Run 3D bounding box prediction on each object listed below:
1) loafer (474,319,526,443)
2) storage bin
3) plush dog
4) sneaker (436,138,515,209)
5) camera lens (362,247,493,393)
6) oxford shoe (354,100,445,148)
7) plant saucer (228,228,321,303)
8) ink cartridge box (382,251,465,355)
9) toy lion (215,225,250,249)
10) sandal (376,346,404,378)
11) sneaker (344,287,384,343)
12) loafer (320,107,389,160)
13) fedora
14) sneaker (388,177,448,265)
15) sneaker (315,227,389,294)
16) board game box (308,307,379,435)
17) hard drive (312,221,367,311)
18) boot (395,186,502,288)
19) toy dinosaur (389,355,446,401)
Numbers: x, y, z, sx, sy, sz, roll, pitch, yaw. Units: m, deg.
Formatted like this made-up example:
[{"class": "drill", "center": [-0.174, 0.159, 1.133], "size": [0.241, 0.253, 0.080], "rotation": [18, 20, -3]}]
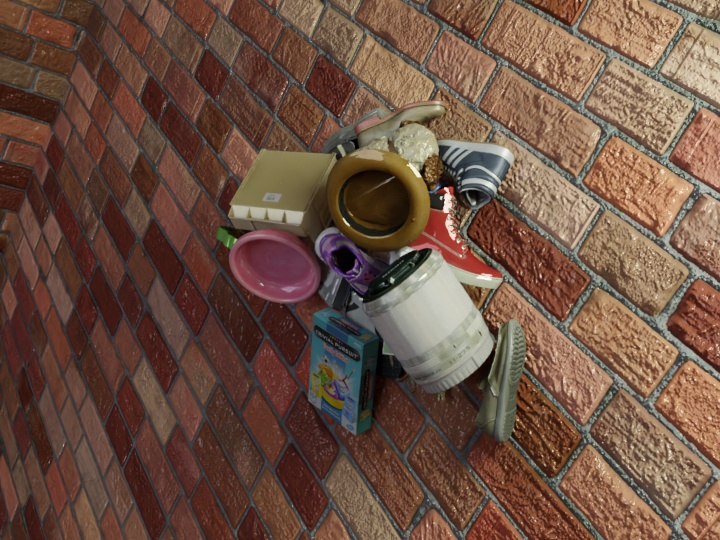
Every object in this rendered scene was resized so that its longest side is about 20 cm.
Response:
[{"class": "loafer", "center": [0.227, 0.181, 1.334], "size": [0.068, 0.075, 0.206], "rotation": [9, 88, 32]}, {"class": "storage bin", "center": [-0.154, -0.156, 1.710], "size": [0.195, 0.095, 0.201], "rotation": [8, 55, 26]}, {"class": "plush dog", "center": [0.065, -0.203, 1.474], "size": [0.169, 0.160, 0.203], "rotation": [-29, 56, 13]}, {"class": "sneaker", "center": [0.179, -0.176, 1.458], "size": [0.197, 0.070, 0.111], "rotation": [11, 71, 45]}, {"class": "camera lens", "center": [0.109, 0.079, 1.326], "size": [0.158, 0.160, 0.202], "rotation": [-28, 102, 39]}, {"class": "oxford shoe", "center": [0.085, -0.281, 1.592], "size": [0.196, 0.070, 0.077], "rotation": [-17, 81, 25]}, {"class": "plant saucer", "center": [-0.174, -0.015, 1.662], "size": [0.199, 0.200, 0.052], "rotation": [-29, 32, 39]}, {"class": "ink cartridge box", "center": [0.118, 0.056, 1.452], "size": [0.141, 0.048, 0.206], "rotation": [5, 85, 8]}, {"class": "toy lion", "center": [-0.248, -0.058, 1.806], "size": [0.197, 0.191, 0.070], "rotation": [23, 97, 24]}, {"class": "sandal", "center": [0.015, 0.172, 1.600], "size": [0.196, 0.045, 0.077], "rotation": [10, 110, 37]}, {"class": "sneaker", "center": [0.031, 0.110, 1.582], "size": [0.200, 0.072, 0.082], "rotation": [45, 118, 52]}, {"class": "loafer", "center": [-0.012, -0.272, 1.706], "size": [0.198, 0.069, 0.071], "rotation": [-29, 52, 39]}, {"class": "fedora", "center": [0.036, -0.131, 1.383], "size": [0.196, 0.082, 0.205], "rotation": [12, 122, 20]}, {"class": "sneaker", "center": [0.129, -0.072, 1.518], "size": [0.077, 0.069, 0.203], "rotation": [35, 108, 31]}, {"class": "sneaker", "center": [0.000, 0.000, 1.541], "size": [0.081, 0.198, 0.089], "rotation": [-54, 16, 5]}, {"class": "board game box", "center": [-0.037, 0.199, 1.585], "size": [0.149, 0.046, 0.205], "rotation": [26, 121, 41]}, {"class": "hard drive", "center": [-0.055, -0.016, 1.678], "size": [0.143, 0.037, 0.200], "rotation": [-68, 26, 12]}, {"class": "boot", "center": [0.172, -0.061, 1.392], "size": [0.196, 0.072, 0.147], "rotation": [23, 96, 13]}, {"class": "toy dinosaur", "center": [0.103, 0.150, 1.477], "size": [0.058, 0.098, 0.205], "rotation": [106, 153, -73]}]
